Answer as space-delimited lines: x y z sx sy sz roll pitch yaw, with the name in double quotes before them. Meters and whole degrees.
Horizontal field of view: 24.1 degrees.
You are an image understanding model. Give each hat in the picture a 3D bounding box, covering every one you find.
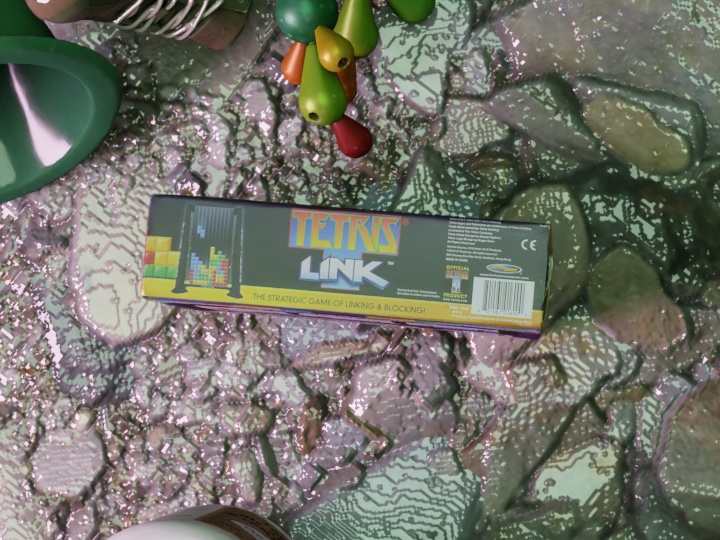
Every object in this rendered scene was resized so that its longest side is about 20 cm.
"hat" -0.232 -0.153 0.932 0.165 0.200 0.177 -6 64 -34

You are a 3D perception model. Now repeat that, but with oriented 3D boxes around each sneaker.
"sneaker" -0.095 -0.158 0.910 0.067 0.200 0.090 -22 106 36

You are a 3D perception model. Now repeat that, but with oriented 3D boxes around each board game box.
"board game box" 0.000 0.000 0.891 0.199 0.165 0.057 5 88 5

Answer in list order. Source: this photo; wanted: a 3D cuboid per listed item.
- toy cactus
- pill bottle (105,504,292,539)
"toy cactus" -0.012 -0.178 0.915 0.165 0.102 0.201 32 75 -36
"pill bottle" -0.080 0.179 0.868 0.114 0.200 0.115 0 86 5
